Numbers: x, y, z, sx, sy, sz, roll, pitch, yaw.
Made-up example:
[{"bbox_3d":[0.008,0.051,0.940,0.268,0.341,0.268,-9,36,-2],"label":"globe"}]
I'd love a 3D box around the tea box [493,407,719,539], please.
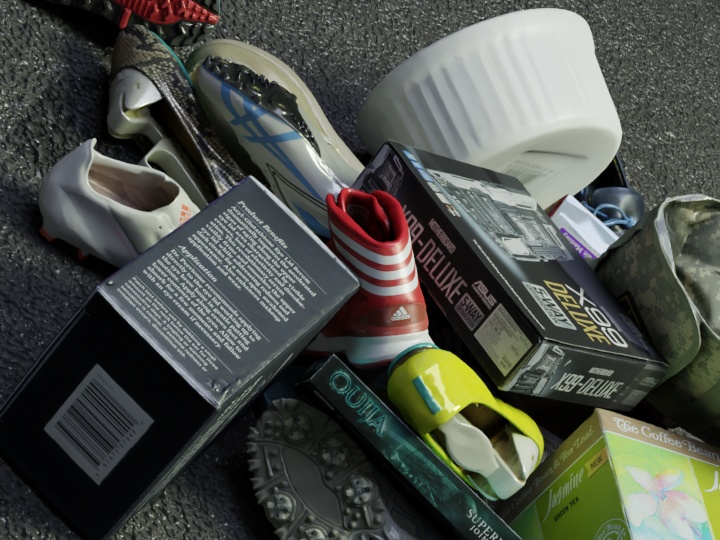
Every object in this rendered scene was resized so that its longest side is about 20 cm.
[{"bbox_3d":[0.219,0.229,1.622,0.199,0.134,0.198,19,40,-31],"label":"tea box"}]

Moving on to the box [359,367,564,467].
[{"bbox_3d":[0.088,0.117,1.694,0.199,0.041,0.039,33,37,-16],"label":"box"}]

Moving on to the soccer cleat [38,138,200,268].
[{"bbox_3d":[-0.124,-0.018,1.591,0.199,0.078,0.070,29,36,-21],"label":"soccer cleat"}]

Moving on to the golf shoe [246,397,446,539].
[{"bbox_3d":[0.005,0.168,1.519,0.200,0.078,0.097,50,8,13],"label":"golf shoe"}]

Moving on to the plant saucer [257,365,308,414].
[{"bbox_3d":[-0.018,0.149,1.572,0.070,0.019,0.201,7,49,-41],"label":"plant saucer"}]

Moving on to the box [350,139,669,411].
[{"bbox_3d":[0.102,0.005,1.614,0.157,0.050,0.200,13,33,-49],"label":"box"}]

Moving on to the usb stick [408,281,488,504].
[{"bbox_3d":[0.056,0.084,1.639,0.055,0.033,0.202,1,75,-25],"label":"usb stick"}]

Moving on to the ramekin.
[{"bbox_3d":[0.105,-0.107,1.823,0.200,0.200,0.098,-2,61,-46],"label":"ramekin"}]

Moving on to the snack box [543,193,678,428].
[{"bbox_3d":[0.202,0.035,1.816,0.200,0.142,0.053,41,75,-3],"label":"snack box"}]

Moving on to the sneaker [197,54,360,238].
[{"bbox_3d":[-0.047,-0.071,1.669,0.200,0.072,0.072,44,16,-4],"label":"sneaker"}]

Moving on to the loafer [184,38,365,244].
[{"bbox_3d":[-0.058,-0.089,1.738,0.200,0.076,0.068,44,28,1],"label":"loafer"}]

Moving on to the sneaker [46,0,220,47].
[{"bbox_3d":[-0.199,-0.225,1.764,0.199,0.080,0.096,30,5,-4],"label":"sneaker"}]

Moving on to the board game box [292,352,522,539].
[{"bbox_3d":[0.038,0.135,1.531,0.200,0.028,0.135,45,-8,-2],"label":"board game box"}]

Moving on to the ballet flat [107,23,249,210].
[{"bbox_3d":[-0.135,-0.090,1.675,0.075,0.068,0.201,-22,73,-44],"label":"ballet flat"}]

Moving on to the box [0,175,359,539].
[{"bbox_3d":[-0.114,0.053,1.464,0.104,0.148,0.200,44,33,3],"label":"box"}]

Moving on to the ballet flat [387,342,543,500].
[{"bbox_3d":[0.077,0.113,1.538,0.067,0.067,0.200,55,7,35],"label":"ballet flat"}]

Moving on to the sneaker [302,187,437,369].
[{"bbox_3d":[0.000,0.000,1.587,0.078,0.200,0.117,-6,95,-23],"label":"sneaker"}]

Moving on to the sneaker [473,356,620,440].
[{"bbox_3d":[0.149,0.078,1.768,0.200,0.076,0.070,48,34,9],"label":"sneaker"}]

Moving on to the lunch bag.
[{"bbox_3d":[0.253,0.041,1.665,0.199,0.164,0.118,33,67,-3],"label":"lunch bag"}]

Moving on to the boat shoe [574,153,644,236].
[{"bbox_3d":[0.201,-0.048,1.963,0.084,0.069,0.201,9,46,-39],"label":"boat shoe"}]
